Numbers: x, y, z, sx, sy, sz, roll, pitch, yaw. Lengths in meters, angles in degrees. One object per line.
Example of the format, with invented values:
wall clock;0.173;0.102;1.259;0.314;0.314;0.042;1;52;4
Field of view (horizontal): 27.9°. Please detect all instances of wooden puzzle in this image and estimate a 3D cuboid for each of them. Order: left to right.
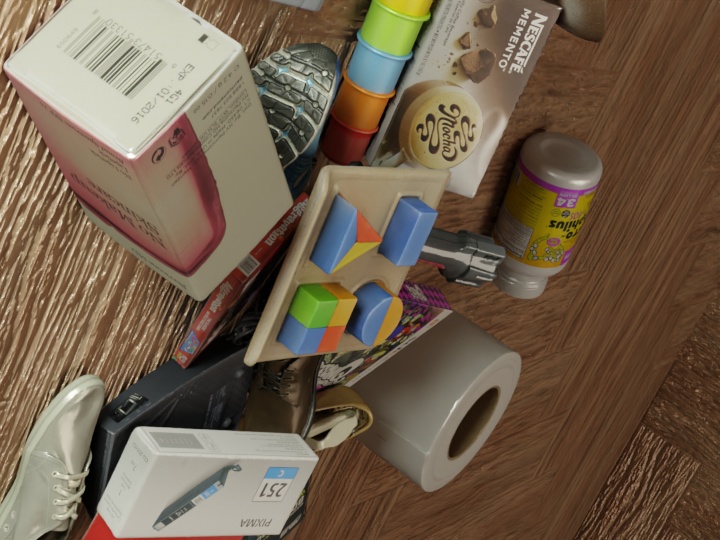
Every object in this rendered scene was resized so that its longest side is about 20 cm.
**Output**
wooden puzzle;0.000;0.000;1.254;0.199;0.046;0.186;-8;126;-55

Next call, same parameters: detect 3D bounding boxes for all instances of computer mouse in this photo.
computer mouse;-0.043;-0.006;1.303;0.201;0.053;0.138;-55;-178;-7

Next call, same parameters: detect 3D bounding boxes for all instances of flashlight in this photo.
flashlight;0.042;-0.024;1.432;0.199;0.068;0.068;14;109;-33

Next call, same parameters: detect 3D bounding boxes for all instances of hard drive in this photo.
hard drive;-0.179;0.142;1.352;0.200;0.042;0.136;-33;148;-46

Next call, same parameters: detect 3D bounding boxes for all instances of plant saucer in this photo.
plant saucer;0.179;-0.304;1.340;0.036;0.202;0.201;-16;151;-1

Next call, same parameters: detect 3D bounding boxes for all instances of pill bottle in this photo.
pill bottle;0.224;-0.064;1.810;0.104;0.104;0.201;-32;147;-45

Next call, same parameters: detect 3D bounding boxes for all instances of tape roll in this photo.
tape roll;0.084;0.148;1.767;0.203;0.139;0.203;-45;155;-27

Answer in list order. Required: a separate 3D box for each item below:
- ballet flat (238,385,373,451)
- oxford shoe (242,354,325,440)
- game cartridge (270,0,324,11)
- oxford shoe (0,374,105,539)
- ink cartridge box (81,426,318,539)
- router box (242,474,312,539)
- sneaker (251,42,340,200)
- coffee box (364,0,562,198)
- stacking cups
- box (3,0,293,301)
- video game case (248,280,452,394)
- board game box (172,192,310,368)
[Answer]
ballet flat;-0.073;0.174;1.527;0.199;0.063;0.069;-23;123;-29
oxford shoe;-0.079;0.103;1.399;0.084;0.072;0.202;9;99;-68
game cartridge;-0.058;-0.266;1.065;0.134;0.041;0.200;-59;158;17
oxford shoe;-0.257;0.180;1.229;0.075;0.058;0.201;4;116;-62
ink cartridge box;-0.155;0.228;1.337;0.199;0.045;0.177;9;116;-45
router box;-0.138;0.271;1.581;0.200;0.062;0.151;-39;153;-36
sneaker;-0.071;-0.108;1.219;0.201;0.078;0.090;-59;169;30
coffee box;0.088;-0.183;1.343;0.112;0.080;0.201;16;112;-21
stacking cups;0.011;-0.187;1.293;0.060;0.060;0.201;-22;145;-53
box;-0.141;-0.091;1.009;0.109;0.127;0.200;-48;156;-17
video game case;-0.012;0.074;1.526;0.181;0.036;0.200;-37;162;15
board game box;-0.103;0.012;1.258;0.103;0.019;0.200;-47;178;-31
